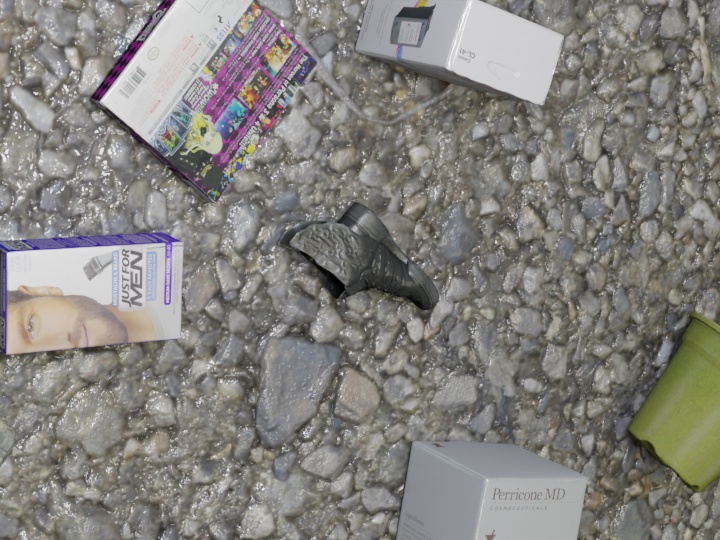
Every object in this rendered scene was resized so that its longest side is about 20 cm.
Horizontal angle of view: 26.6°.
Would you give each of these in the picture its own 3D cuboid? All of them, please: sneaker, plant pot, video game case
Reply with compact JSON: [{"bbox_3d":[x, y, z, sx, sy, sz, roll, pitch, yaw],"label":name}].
[{"bbox_3d":[0.002,0.001,1.795,0.104,0.060,0.200,-47,116,-15],"label":"sneaker"},{"bbox_3d":[0.467,0.191,2.067,0.185,0.200,0.200,-49,122,0],"label":"plant pot"},{"bbox_3d":[-0.166,-0.206,1.652,0.181,0.036,0.201,41,79,-32],"label":"video game case"}]

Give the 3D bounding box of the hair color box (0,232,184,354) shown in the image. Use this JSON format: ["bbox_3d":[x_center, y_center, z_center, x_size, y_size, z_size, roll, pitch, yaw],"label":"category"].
[{"bbox_3d":[-0.288,0.022,1.613,0.198,0.065,0.111,-4,104,-30],"label":"hair color box"}]

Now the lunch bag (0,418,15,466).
[{"bbox_3d":[-0.462,0.175,1.493,0.201,0.139,0.168,-52,123,-12],"label":"lunch bag"}]

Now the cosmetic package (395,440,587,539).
[{"bbox_3d":[0.156,0.331,1.903,0.166,0.166,0.202,5,98,-32],"label":"cosmetic package"}]

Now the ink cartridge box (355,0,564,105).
[{"bbox_3d":[0.109,-0.255,1.715,0.146,0.199,0.087,14,94,-34],"label":"ink cartridge box"}]
